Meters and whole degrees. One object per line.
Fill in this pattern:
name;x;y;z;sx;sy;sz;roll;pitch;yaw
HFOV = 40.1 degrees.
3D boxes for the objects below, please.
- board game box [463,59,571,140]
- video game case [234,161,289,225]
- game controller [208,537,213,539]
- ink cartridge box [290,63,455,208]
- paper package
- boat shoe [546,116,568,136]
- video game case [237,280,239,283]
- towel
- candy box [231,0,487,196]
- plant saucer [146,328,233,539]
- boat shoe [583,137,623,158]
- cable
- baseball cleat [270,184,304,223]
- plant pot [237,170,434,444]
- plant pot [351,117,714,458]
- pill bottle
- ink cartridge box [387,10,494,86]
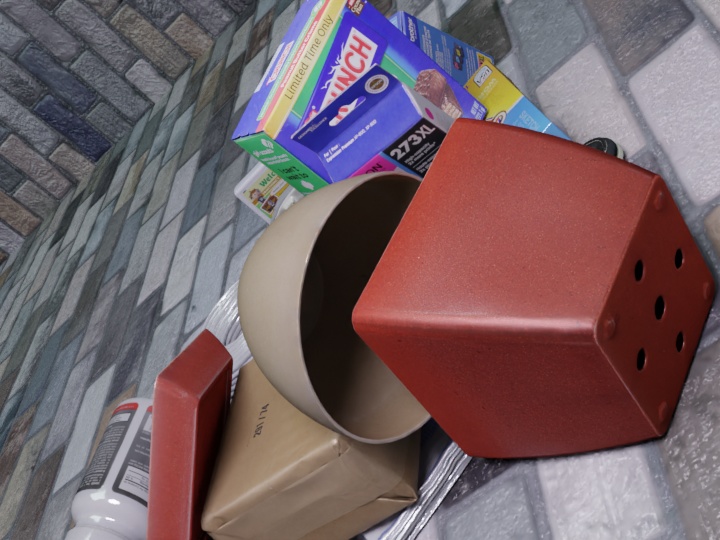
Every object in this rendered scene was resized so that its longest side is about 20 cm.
board game box;0.117;-0.110;0.971;0.153;0.040;0.201;-49;26;14
video game case;-0.024;-0.109;1.204;0.200;0.182;0.022;-43;26;14
game controller;-0.169;0.221;1.084;0.104;0.042;0.203;-40;44;48
ink cartridge box;0.043;-0.089;0.811;0.094;0.199;0.038;-36;51;25
paper package;-0.038;0.147;0.909;0.190;0.103;0.202;-35;27;29
boat shoe;0.136;-0.089;1.046;0.201;0.070;0.070;-51;27;16
video game case;-0.061;0.067;1.087;0.017;0.145;0.199;-25;9;-34
towel;0.027;0.171;0.916;0.148;0.024;0.200;-52;24;-5
candy box;0.003;-0.137;0.921;0.077;0.199;0.171;-6;54;58
plant saucer;-0.153;0.173;0.908;0.200;0.036;0.204;-73;-12;-81
boat shoe;0.167;-0.060;0.946;0.200;0.066;0.075;-47;25;9
cable;-0.134;0.076;1.271;0.199;0.069;0.202;-33;30;34
baseball cleat;-0.081;-0.052;1.142;0.107;0.069;0.202;-101;28;-47
plant pot;-0.022;0.024;0.781;0.133;0.201;0.202;4;56;43
plant pot;0.146;0.022;0.736;0.174;0.200;0.202;5;57;44
pill bottle;-0.282;0.267;1.201;0.115;0.116;0.202;-27;33;40
ink cartridge box;0.055;-0.235;1.217;0.136;0.198;0.078;-27;58;42
